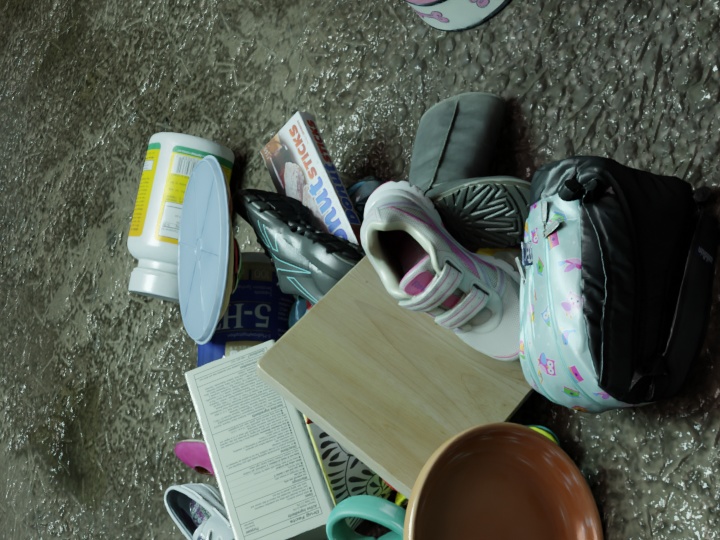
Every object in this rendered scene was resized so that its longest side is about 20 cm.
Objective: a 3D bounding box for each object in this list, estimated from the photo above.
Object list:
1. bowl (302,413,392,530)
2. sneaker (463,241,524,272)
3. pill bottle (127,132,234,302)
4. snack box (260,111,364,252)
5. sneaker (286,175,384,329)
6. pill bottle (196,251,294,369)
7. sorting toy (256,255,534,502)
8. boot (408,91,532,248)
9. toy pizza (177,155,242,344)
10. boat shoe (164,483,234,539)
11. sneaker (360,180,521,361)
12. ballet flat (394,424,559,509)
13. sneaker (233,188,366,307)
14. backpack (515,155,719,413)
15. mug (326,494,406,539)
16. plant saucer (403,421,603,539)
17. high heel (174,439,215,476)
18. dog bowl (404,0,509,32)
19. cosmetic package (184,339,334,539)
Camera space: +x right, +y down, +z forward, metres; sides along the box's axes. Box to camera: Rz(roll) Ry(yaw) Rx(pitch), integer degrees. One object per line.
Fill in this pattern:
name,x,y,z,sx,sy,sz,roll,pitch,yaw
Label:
bowl,-0.005,0.151,1.234,0.094,0.201,0.202,-20,54,-4
sneaker,0.087,0.010,1.220,0.200,0.075,0.091,-34,49,37
pill bottle,-0.231,-0.064,1.568,0.112,0.112,0.202,4,81,48
snack box,-0.044,-0.067,1.306,0.072,0.024,0.201,-41,60,33
sneaker,0.000,0.000,1.337,0.095,0.079,0.201,27,103,31
pill bottle,-0.124,0.091,1.393,0.119,0.119,0.202,-18,65,43
sorting toy,0.039,0.099,1.134,0.200,0.199,0.070,37,148,15
boot,0.113,-0.101,1.187,0.181,0.073,0.200,-5,32,28
toy pizza,-0.159,-0.021,1.323,0.200,0.031,0.202,-177,90,-69
boat shoe,-0.160,0.303,1.404,0.200,0.068,0.072,45,111,45
sneaker,0.070,0.012,1.079,0.200,0.088,0.082,40,117,4
ballet flat,0.101,0.202,1.144,0.199,0.067,0.067,-30,102,42
sneaker,-0.073,-0.019,1.262,0.200,0.075,0.080,39,118,40
backpack,0.209,0.018,1.041,0.126,0.166,0.202,-18,67,62
mug,0.059,0.287,1.082,0.114,0.185,0.153,-33,39,32
plant saucer,0.116,0.229,1.031,0.037,0.199,0.202,-24,60,57
high heel,-0.152,0.251,1.419,0.199,0.067,0.097,6,78,38
dog bowl,0.099,-0.364,1.327,0.199,0.073,0.202,-19,64,43
cosmetic package,-0.098,0.184,1.254,0.103,0.073,0.201,-19,67,-2
